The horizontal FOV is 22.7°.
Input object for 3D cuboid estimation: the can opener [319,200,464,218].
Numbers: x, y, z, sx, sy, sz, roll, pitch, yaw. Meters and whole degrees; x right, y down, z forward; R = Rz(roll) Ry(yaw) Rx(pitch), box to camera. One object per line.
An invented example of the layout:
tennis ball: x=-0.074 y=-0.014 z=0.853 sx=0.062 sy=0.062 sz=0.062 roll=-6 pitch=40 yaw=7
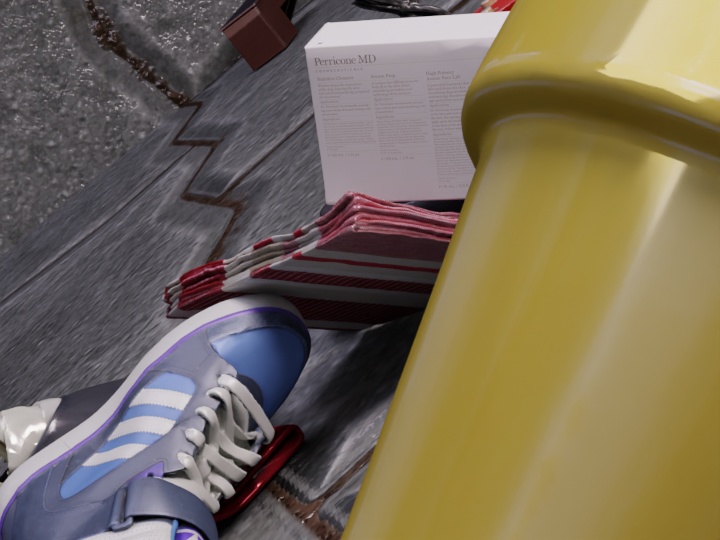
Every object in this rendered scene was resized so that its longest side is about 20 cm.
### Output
can opener: x=0.065 y=-0.050 z=0.954 sx=0.199 sy=0.079 sz=0.064 roll=-18 pitch=25 yaw=25

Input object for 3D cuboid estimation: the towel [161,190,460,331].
towel: x=0.000 y=0.000 z=0.949 sx=0.143 sy=0.023 sz=0.199 roll=6 pitch=-17 yaw=-34

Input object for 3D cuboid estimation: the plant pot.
plant pot: x=0.090 y=0.036 z=0.435 sx=0.190 sy=0.200 sz=0.201 roll=-57 pitch=16 yaw=-10

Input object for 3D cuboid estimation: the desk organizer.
desk organizer: x=-0.129 y=-0.370 z=2.605 sx=0.071 sy=0.077 sz=0.200 roll=-33 pitch=15 yaw=26

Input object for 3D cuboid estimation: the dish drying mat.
dish drying mat: x=-0.103 y=0.121 z=1.032 sx=0.077 sy=0.018 sz=0.200 roll=-48 pitch=16 yaw=-26

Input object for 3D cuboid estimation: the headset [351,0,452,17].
headset: x=0.003 y=-0.069 z=1.091 sx=0.124 sy=0.093 sz=0.201 roll=-112 pitch=45 yaw=-79

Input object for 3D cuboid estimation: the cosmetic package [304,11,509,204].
cosmetic package: x=0.078 y=-0.082 z=0.865 sx=0.198 sy=0.083 sz=0.051 roll=-1 pitch=24 yaw=15

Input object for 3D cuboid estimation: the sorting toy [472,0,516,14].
sorting toy: x=0.151 y=-0.168 z=1.122 sx=0.198 sy=0.070 sz=0.200 roll=-34 pitch=12 yaw=18

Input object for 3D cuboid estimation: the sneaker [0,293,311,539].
sneaker: x=-0.081 y=0.110 z=0.883 sx=0.199 sy=0.081 sz=0.146 roll=-37 pitch=38 yaw=-10

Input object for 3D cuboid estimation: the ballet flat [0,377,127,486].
ballet flat: x=-0.214 y=0.130 z=1.080 sx=0.201 sy=0.073 sz=0.073 roll=-54 pitch=17 yaw=-20
